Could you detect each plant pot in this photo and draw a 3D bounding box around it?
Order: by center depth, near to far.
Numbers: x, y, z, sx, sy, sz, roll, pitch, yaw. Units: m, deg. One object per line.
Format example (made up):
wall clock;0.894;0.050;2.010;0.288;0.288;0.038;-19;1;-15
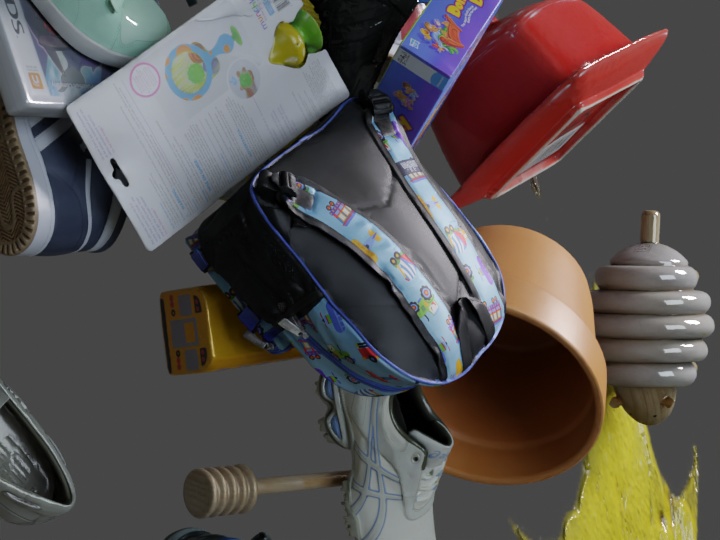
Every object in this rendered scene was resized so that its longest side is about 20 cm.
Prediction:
plant pot;0.113;0.057;1.339;0.200;0.199;0.141;50;37;-25

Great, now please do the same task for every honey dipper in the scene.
honey dipper;-0.053;0.167;1.263;0.199;0.038;0.038;2;81;-47

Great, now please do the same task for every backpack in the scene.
backpack;0.000;0.000;1.156;0.200;0.134;0.183;49;42;-3

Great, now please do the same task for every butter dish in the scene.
butter dish;0.137;-0.171;1.414;0.148;0.200;0.199;50;40;8

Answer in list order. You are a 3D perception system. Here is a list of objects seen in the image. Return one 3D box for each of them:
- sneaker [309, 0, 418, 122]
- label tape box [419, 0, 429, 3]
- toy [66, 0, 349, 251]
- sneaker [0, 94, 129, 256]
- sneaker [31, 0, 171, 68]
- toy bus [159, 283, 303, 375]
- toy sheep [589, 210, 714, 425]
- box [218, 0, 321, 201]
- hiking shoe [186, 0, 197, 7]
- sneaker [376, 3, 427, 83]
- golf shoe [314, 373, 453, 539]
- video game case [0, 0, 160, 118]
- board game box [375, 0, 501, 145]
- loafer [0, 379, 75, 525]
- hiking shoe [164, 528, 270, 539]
sneaker;-0.014;-0.204;1.189;0.103;0.201;0.060;25;27;-9
label tape box;0.035;-0.316;1.342;0.142;0.066;0.201;-13;64;-41
toy;-0.109;-0.119;1.136;0.200;0.047;0.116;-39;114;-24
sneaker;-0.218;-0.104;1.129;0.108;0.070;0.202;6;70;-53
sneaker;-0.162;-0.213;1.059;0.200;0.117;0.074;40;36;-44
toy bus;-0.062;0.037;1.242;0.199;0.078;0.066;-6;87;-43
toy sheep;0.270;0.045;1.520;0.137;0.137;0.203;-3;89;-43
box;-0.059;-0.148;1.244;0.116;0.048;0.202;13;100;-38
hiking shoe;-0.154;-0.300;1.220;0.087;0.073;0.202;71;13;-59
sneaker;0.004;-0.237;1.355;0.199;0.071;0.114;29;68;-45
golf shoe;0.034;0.159;1.265;0.078;0.096;0.202;-34;111;-48
video game case;-0.203;-0.193;1.124;0.199;0.023;0.184;-8;78;-63
board game box;0.045;-0.144;1.263;0.045;0.200;0.135;32;53;1
loafer;-0.258;0.087;1.057;0.200;0.069;0.070;51;53;-24
hiking shoe;-0.129;0.273;1.124;0.074;0.086;0.202;33;62;-34
